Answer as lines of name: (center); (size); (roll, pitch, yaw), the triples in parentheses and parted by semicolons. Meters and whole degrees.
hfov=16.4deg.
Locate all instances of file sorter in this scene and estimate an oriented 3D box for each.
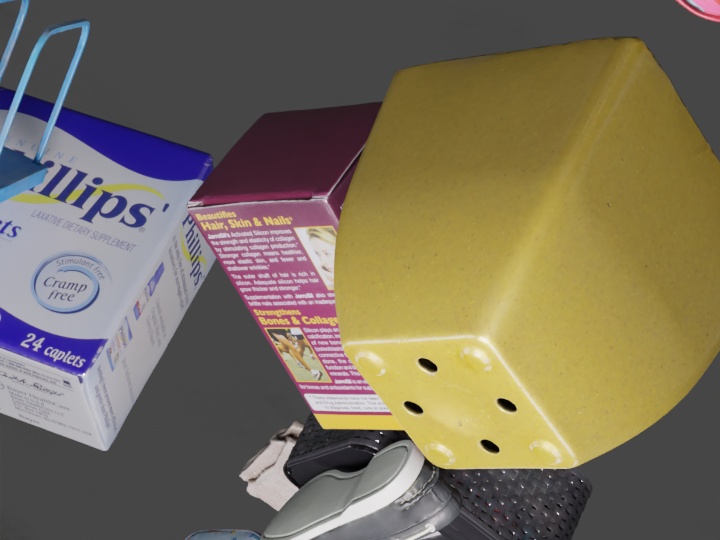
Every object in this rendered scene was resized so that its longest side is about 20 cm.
file sorter: (-0.294, -0.142, 1.634); (0.199, 0.123, 0.139); (25, -168, 3)

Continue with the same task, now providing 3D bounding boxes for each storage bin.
storage bin: (0.059, 0.159, 1.893); (0.200, 0.094, 0.135); (38, 150, -19)

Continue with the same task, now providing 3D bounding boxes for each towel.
towel: (-0.001, 0.200, 2.072); (0.199, 0.035, 0.133); (31, 152, -6)

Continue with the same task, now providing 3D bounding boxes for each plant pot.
plant pot: (0.096, 0.007, 1.488); (0.195, 0.201, 0.195); (-4, 135, 43)

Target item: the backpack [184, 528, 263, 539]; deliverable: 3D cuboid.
backpack: (-0.091, 0.322, 2.192); (0.199, 0.184, 0.147); (-7, 138, 39)

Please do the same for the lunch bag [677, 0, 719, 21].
lunch bag: (0.164, -0.216, 1.216); (0.200, 0.082, 0.176); (45, 151, -23)

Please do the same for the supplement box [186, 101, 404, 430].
supplement box: (0.000, 0.000, 1.640); (0.130, 0.103, 0.201); (-1, 130, 42)

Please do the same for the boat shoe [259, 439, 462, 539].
boat shoe: (-0.002, 0.180, 1.806); (0.060, 0.076, 0.200); (42, 149, -15)

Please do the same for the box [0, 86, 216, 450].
box: (-0.218, -0.005, 1.752); (0.183, 0.201, 0.105); (18, 149, 17)
